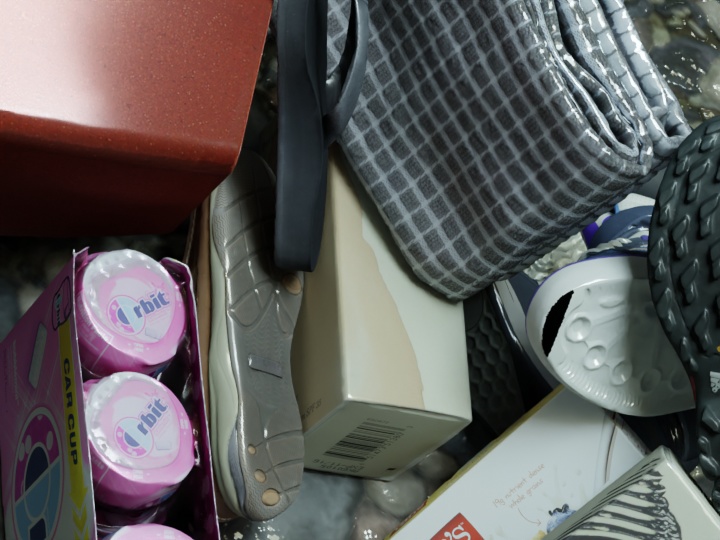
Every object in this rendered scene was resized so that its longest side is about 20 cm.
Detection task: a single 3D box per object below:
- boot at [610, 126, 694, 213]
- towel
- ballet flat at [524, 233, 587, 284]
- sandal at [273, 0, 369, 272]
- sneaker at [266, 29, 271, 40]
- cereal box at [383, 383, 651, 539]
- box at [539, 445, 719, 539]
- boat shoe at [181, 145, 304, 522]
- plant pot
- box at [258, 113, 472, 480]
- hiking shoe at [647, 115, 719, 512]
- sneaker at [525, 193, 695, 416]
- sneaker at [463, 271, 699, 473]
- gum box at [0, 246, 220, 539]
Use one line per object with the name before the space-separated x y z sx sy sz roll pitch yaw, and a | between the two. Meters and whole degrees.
boot | 0.204 -0.007 1.325 0.167 0.076 0.201 29 38 -22
towel | 0.053 -0.103 1.135 0.085 0.165 0.201 -25 81 -40
ballet flat | 0.091 -0.071 1.322 0.071 0.072 0.201 -9 71 -33
sandal | -0.016 -0.093 1.110 0.042 0.202 0.076 6 35 5
sneaker | -0.088 -0.102 1.233 0.198 0.078 0.141 -10 72 -24
cereal box | 0.124 0.173 1.170 0.200 0.144 0.040 48 12 1
box | 0.097 0.179 1.115 0.200 0.068 0.082 -40 88 6
boat shoe | -0.076 0.031 1.158 0.076 0.071 0.202 30 53 -51
plant pot | -0.143 -0.117 1.088 0.175 0.200 0.202 17 72 -15
box | 0.000 0.000 1.213 0.077 0.095 0.202 11 59 -26
hiking shoe | 0.185 0.020 1.099 0.087 0.074 0.202 -37 122 -66
sneaker | 0.135 0.009 1.191 0.199 0.081 0.146 8 22 -36
sneaker | 0.117 0.041 1.275 0.146 0.077 0.203 -16 65 -44
gum box | -0.122 0.098 1.075 0.066 0.113 0.202 6 62 -27
